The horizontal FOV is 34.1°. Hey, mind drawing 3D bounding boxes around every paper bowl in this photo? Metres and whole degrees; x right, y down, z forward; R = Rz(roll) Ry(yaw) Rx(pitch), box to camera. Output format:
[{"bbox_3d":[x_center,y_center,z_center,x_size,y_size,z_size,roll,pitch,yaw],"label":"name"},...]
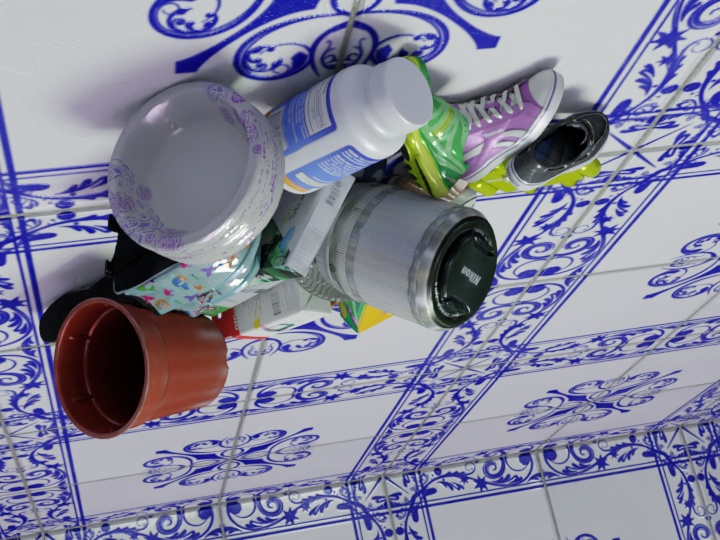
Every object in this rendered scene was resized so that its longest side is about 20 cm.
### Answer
[{"bbox_3d":[-0.178,-0.105,1.335,0.200,0.201,0.104,-21,157,20],"label":"paper bowl"}]

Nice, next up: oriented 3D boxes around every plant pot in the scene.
[{"bbox_3d":[-0.311,0.138,1.737,0.201,0.201,0.195,-28,164,34],"label":"plant pot"}]

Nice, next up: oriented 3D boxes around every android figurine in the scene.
[{"bbox_3d":[0.240,-0.141,1.647,0.182,0.041,0.200,-8,172,22],"label":"android figurine"}]

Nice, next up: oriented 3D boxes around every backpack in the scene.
[{"bbox_3d":[-0.207,-0.046,1.485,0.150,0.178,0.200,28,134,-36],"label":"backpack"}]

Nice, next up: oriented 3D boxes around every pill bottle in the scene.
[{"bbox_3d":[-0.016,-0.170,1.357,0.200,0.112,0.112,-21,158,39],"label":"pill bottle"}]

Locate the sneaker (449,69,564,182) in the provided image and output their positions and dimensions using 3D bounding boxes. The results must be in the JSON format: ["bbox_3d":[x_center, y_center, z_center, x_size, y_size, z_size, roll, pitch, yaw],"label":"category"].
[{"bbox_3d":[0.157,-0.194,1.482,0.114,0.073,0.200,26,128,-30],"label":"sneaker"}]

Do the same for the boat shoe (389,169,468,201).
[{"bbox_3d":[0.081,-0.120,1.653,0.073,0.063,0.200,35,132,-28],"label":"boat shoe"}]

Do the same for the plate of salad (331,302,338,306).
[{"bbox_3d":[-0.038,0.027,1.952,0.200,0.048,0.200,-12,159,-5],"label":"plate of salad"}]

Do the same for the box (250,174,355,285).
[{"bbox_3d":[-0.090,-0.055,1.517,0.036,0.144,0.200,32,164,-18],"label":"box"}]

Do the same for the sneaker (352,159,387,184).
[{"bbox_3d":[-0.012,-0.093,1.617,0.070,0.082,0.200,1,154,-23],"label":"sneaker"}]

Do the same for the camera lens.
[{"bbox_3d":[0.062,-0.020,1.504,0.200,0.160,0.160,19,180,37],"label":"camera lens"}]

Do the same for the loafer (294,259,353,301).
[{"bbox_3d":[0.000,0.000,1.658,0.200,0.070,0.075,9,138,-16],"label":"loafer"}]

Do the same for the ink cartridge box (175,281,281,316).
[{"bbox_3d":[-0.203,-0.012,1.713,0.200,0.083,0.147,-25,155,33],"label":"ink cartridge box"}]

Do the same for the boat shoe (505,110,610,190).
[{"bbox_3d":[0.271,-0.168,1.533,0.200,0.070,0.066,-27,172,-35],"label":"boat shoe"}]

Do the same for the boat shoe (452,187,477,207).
[{"bbox_3d":[0.118,-0.055,1.689,0.074,0.065,0.200,-30,-172,46],"label":"boat shoe"}]

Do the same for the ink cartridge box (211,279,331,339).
[{"bbox_3d":[-0.144,0.036,1.804,0.200,0.116,0.067,-21,162,39],"label":"ink cartridge box"}]

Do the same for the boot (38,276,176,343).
[{"bbox_3d":[-0.381,0.074,1.833,0.203,0.074,0.154,-27,152,21],"label":"boot"}]

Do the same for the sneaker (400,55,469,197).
[{"bbox_3d":[0.083,-0.183,1.427,0.084,0.074,0.200,-38,134,-19],"label":"sneaker"}]

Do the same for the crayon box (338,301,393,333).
[{"bbox_3d":[0.058,-0.003,1.771,0.200,0.058,0.119,-27,134,-20],"label":"crayon box"}]
